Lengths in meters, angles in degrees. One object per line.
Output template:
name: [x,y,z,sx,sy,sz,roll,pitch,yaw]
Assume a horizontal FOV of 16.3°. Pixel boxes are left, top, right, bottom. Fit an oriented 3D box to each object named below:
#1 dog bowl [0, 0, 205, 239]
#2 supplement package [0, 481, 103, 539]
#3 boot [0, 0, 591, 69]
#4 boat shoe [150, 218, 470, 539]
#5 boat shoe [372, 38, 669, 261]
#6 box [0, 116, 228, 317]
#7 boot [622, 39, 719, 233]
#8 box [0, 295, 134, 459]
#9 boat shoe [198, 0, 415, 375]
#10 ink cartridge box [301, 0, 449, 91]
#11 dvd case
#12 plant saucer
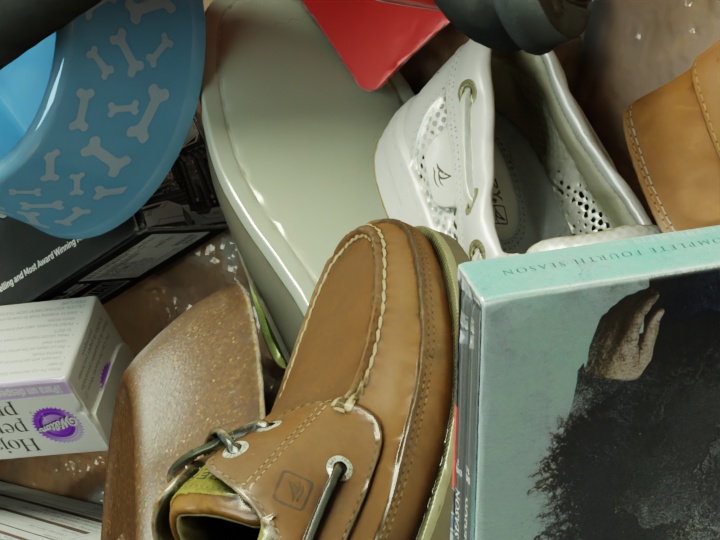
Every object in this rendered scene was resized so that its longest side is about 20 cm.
dog bowl: [-0.129,-0.096,0.815,0.200,0.049,0.112,50,119,34]
supplement package: [-0.161,0.182,0.897,0.155,0.111,0.201,8,99,39]
boot: [-0.047,-0.098,0.687,0.199,0.066,0.165,-23,66,21]
boat shoe: [-0.016,0.064,0.649,0.072,0.068,0.201,-48,26,50]
boat shoe: [0.062,0.013,0.702,0.200,0.071,0.069,64,143,30]
box: [-0.149,-0.047,0.907,0.200,0.050,0.158,-29,75,37]
boot: [0.138,-0.071,0.660,0.155,0.077,0.201,-22,91,36]
box: [-0.176,0.044,0.871,0.199,0.042,0.039,-7,133,21]
boat shoe: [-0.003,0.001,0.779,0.060,0.072,0.202,109,141,-55]
ink cartridge box: [0.025,-0.158,0.731,0.200,0.067,0.116,-43,67,25]
dvd case: [0.091,0.079,0.633,0.022,0.145,0.201,-122,29,-55]
plant saucer: [-0.059,0.103,0.777,0.200,0.036,0.201,-178,90,-80]
